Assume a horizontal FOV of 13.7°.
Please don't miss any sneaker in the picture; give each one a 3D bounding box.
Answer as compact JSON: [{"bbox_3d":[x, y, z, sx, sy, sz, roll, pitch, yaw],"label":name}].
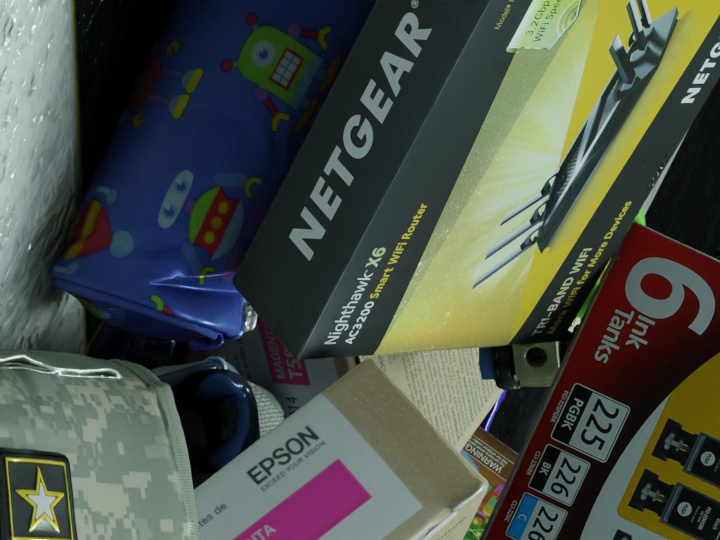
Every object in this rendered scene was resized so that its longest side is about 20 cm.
[{"bbox_3d":[-0.071,0.075,1.275,0.200,0.085,0.077,-10,78,-64],"label":"sneaker"}]

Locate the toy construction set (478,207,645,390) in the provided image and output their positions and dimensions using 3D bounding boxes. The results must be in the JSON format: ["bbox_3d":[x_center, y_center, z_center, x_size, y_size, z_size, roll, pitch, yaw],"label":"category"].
[{"bbox_3d":[0.078,-0.020,1.383,0.200,0.092,0.131,-36,124,-56],"label":"toy construction set"}]

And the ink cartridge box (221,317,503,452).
[{"bbox_3d":[0.000,0.000,1.415,0.165,0.075,0.200,-48,133,-50],"label":"ink cartridge box"}]

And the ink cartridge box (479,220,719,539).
[{"bbox_3d":[0.152,0.106,1.287,0.084,0.176,0.200,58,56,-86],"label":"ink cartridge box"}]

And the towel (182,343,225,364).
[{"bbox_3d":[-0.034,-0.020,1.526,0.200,0.034,0.133,-48,156,-58],"label":"towel"}]

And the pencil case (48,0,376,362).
[{"bbox_3d":[-0.054,-0.060,1.233,0.200,0.087,0.078,-66,-167,-8],"label":"pencil case"}]

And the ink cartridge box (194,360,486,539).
[{"bbox_3d":[-0.055,0.144,1.209,0.200,0.075,0.165,-36,165,-20],"label":"ink cartridge box"}]

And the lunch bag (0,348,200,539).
[{"bbox_3d":[-0.144,0.117,0.971,0.164,0.118,0.200,7,107,-52],"label":"lunch bag"}]

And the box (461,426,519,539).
[{"bbox_3d":[0.015,0.132,1.546,0.137,0.200,0.039,-50,167,-20],"label":"box"}]

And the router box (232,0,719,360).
[{"bbox_3d":[0.058,-0.058,1.194,0.157,0.052,0.200,-3,132,-43],"label":"router box"}]

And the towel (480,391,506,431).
[{"bbox_3d":[0.051,0.099,1.747,0.200,0.050,0.148,110,5,-83],"label":"towel"}]
